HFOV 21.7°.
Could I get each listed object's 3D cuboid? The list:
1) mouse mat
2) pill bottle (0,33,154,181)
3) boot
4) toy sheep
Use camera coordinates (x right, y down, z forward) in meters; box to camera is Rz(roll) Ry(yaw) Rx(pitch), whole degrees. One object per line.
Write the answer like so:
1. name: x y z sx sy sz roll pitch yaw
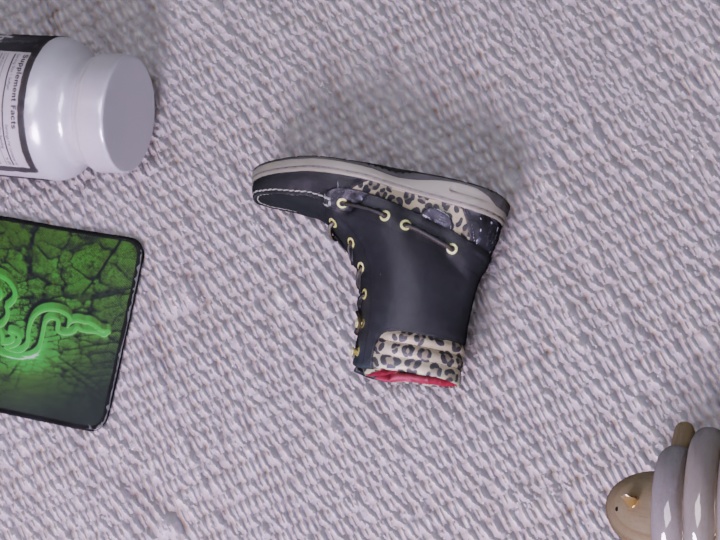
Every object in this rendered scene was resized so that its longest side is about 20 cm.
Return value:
1. mouse mat: -0.280 0.038 1.539 0.200 0.008 0.161 9 84 21
2. pill bottle: -0.275 -0.132 1.509 0.200 0.116 0.116 5 83 19
3. boot: 0.000 0.000 1.412 0.203 0.073 0.154 9 79 16
4. toy sheep: 0.264 0.163 1.266 0.200 0.138 0.138 -3 80 20
